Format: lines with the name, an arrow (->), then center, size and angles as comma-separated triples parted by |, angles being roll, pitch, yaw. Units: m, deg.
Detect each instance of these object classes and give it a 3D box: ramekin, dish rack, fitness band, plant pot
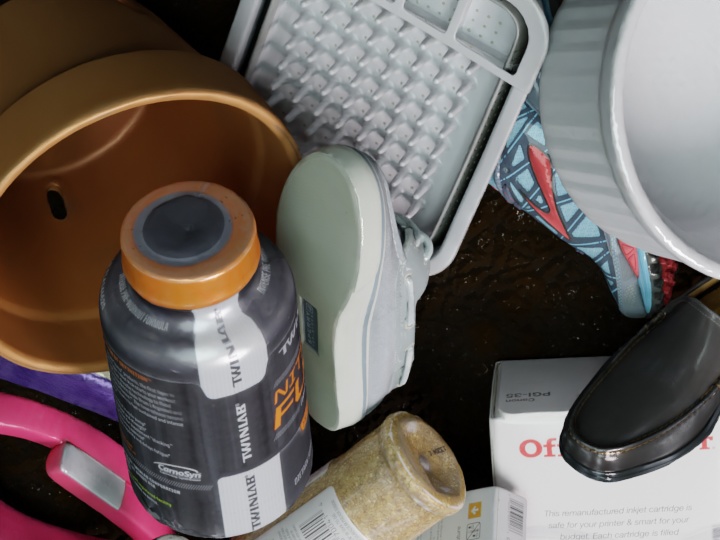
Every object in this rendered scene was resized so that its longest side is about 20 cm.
ramekin -> 0.192, -0.096, 1.460 | 0.199, 0.098, 0.202 | -3, 95, -28
dish rack -> 0.010, -0.111, 1.509 | 0.171, 0.044, 0.201 | 30, 125, 10
fitness band -> -0.192, 0.130, 1.603 | 0.143, 0.038, 0.200 | -7, 145, 33
plant pot -> -0.147, -0.062, 1.495 | 0.199, 0.140, 0.201 | -18, 139, -17

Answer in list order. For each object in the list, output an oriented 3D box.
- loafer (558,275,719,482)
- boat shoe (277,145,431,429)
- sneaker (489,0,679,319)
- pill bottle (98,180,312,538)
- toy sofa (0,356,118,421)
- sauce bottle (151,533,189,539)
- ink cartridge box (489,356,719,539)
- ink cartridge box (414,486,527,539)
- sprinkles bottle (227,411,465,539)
loafer -> 0.184, 0.042, 1.520 | 0.073, 0.200, 0.073 | 35, 146, 25
boat shoe -> 0.001, 0.001, 1.495 | 0.071, 0.070, 0.201 | -29, 144, -28
sneaker -> 0.117, -0.061, 1.548 | 0.095, 0.079, 0.201 | -16, 105, 26
pill bottle -> -0.083, 0.044, 1.455 | 0.106, 0.107, 0.201 | 0, 139, 4
toy sofa -> -0.134, 0.066, 1.607 | 0.199, 0.083, 0.098 | 24, 112, -6
sauce bottle -> -0.155, 0.195, 1.583 | 0.066, 0.066, 0.200 | 40, 146, -12
ink cartridge box -> 0.156, 0.154, 1.621 | 0.146, 0.083, 0.201 | -3, 113, 6
ink cartridge box -> 0.009, 0.189, 1.595 | 0.199, 0.095, 0.037 | -14, 153, 36
sprinkles bottle -> -0.032, 0.162, 1.574 | 0.200, 0.068, 0.068 | -38, 106, 23
